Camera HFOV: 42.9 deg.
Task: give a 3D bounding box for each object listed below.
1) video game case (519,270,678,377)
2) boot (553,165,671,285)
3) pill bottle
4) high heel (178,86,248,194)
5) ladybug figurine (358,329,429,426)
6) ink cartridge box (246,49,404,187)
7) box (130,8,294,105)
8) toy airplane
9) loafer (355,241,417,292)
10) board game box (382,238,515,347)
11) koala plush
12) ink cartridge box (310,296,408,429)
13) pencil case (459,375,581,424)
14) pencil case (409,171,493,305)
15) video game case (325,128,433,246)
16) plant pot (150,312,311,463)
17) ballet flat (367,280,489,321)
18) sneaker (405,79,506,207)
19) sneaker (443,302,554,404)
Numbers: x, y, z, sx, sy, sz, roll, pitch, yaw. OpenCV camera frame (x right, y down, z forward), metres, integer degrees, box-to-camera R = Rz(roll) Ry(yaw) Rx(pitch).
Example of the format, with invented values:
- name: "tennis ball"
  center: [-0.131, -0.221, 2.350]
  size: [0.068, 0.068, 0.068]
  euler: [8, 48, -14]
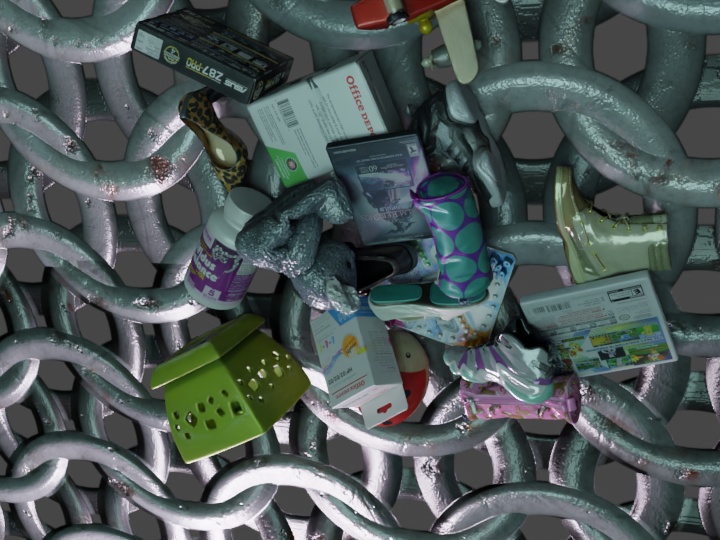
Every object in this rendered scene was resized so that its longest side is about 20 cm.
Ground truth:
- name: "video game case"
  center: [0.374, 0.091, 1.435]
  size: [0.200, 0.022, 0.183]
  euler: [-14, 125, 25]
- name: "boot"
  center: [0.372, -0.075, 1.351]
  size: [0.154, 0.072, 0.200]
  euler: [-9, 119, 24]
- name: "pill bottle"
  center: [-0.219, -0.039, 1.558]
  size: [0.112, 0.112, 0.200]
  euler: [31, 121, 3]
- name: "high heel"
  center: [-0.242, -0.195, 1.470]
  size: [0.071, 0.143, 0.200]
  euler: [1, 115, 19]
- name: "ladybug figurine"
  center: [0.048, 0.199, 1.603]
  size: [0.135, 0.072, 0.200]
  euler: [17, 120, 11]
- name: "ink cartridge box"
  center: [-0.050, -0.233, 1.417]
  size: [0.200, 0.084, 0.146]
  euler: [-15, 110, 25]
- name: "box"
  center: [-0.220, -0.328, 1.386]
  size: [0.200, 0.161, 0.049]
  euler: [26, 120, 5]
- name: "toy airplane"
  center: [0.106, -0.384, 1.273]
  size: [0.199, 0.141, 0.200]
  euler: [26, 85, -6]
- name: "loafer"
  center: [0.000, 0.000, 1.509]
  size: [0.200, 0.063, 0.072]
  euler: [-17, 100, 38]
- name: "board game box"
  center: [0.134, 0.033, 1.517]
  size: [0.200, 0.026, 0.200]
  euler: [19, 120, 10]
- name: "koala plush"
  center: [-0.078, -0.018, 1.440]
  size: [0.184, 0.177, 0.200]
  euler: [-37, 107, -15]
- name: "ink cartridge box"
  center: [-0.004, 0.156, 1.533]
  size: [0.115, 0.068, 0.200]
  euler: [-35, 63, 40]
- name: "pencil case"
  center: [0.264, 0.210, 1.511]
  size: [0.200, 0.087, 0.083]
  euler: [-3, 131, 28]
- name: "pencil case"
  center: [0.141, -0.049, 1.384]
  size: [0.092, 0.085, 0.200]
  euler: [-15, 124, 5]
- name: "video game case"
  center: [0.044, -0.123, 1.408]
  size: [0.142, 0.019, 0.200]
  euler: [-6, 131, 18]
- name: "plant pot"
  center: [-0.239, 0.199, 1.640]
  size: [0.199, 0.200, 0.182]
  euler: [-26, 97, 29]
- name: "ballet flat"
  center: [0.113, 0.052, 1.486]
  size: [0.199, 0.069, 0.070]
  euler: [-3, 114, 15]
- name: "sneaker"
  center: [0.142, -0.178, 1.384]
  size: [0.114, 0.075, 0.200]
  euler: [-19, 102, 28]
- name: "sneaker"
  center: [0.224, 0.114, 1.455]
  size: [0.200, 0.078, 0.140]
  euler: [17, 113, 35]
